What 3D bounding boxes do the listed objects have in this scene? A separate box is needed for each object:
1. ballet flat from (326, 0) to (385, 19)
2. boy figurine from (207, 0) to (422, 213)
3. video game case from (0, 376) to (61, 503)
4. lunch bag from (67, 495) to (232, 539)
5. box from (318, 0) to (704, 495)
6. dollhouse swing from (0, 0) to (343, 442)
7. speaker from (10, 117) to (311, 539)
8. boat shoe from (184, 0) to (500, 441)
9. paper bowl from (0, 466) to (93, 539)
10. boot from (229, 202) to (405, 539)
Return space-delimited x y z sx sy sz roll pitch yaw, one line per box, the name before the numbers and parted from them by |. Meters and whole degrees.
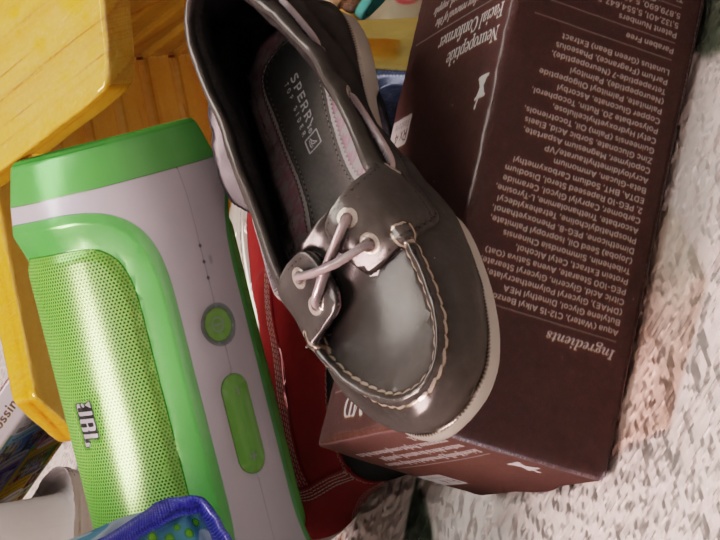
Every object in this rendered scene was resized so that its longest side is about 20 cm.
ballet flat | 0.038 -0.185 0.905 0.200 0.072 0.068 -47 -1 2
boy figurine | 0.011 -0.079 0.966 0.200 0.124 0.065 -49 -50 -62
video game case | -0.184 0.083 1.359 0.182 0.022 0.200 -54 -3 8
lunch bag | -0.086 0.197 0.829 0.170 0.127 0.201 -41 66 59
box | 0.053 -0.029 0.832 0.100 0.075 0.201 158 125 -68
dollhouse swing | -0.065 -0.045 1.074 0.181 0.200 0.176 -31 76 37
speaker | -0.073 0.048 0.925 0.088 0.088 0.201 -178 74 -73
boat shoe | -0.014 -0.025 0.786 0.067 0.057 0.200 -48 40 24
paper bowl | -0.172 0.202 1.272 0.201 0.104 0.202 -162 90 -72
boot | 0.000 0.000 0.983 0.144 0.072 0.201 136 139 -57
